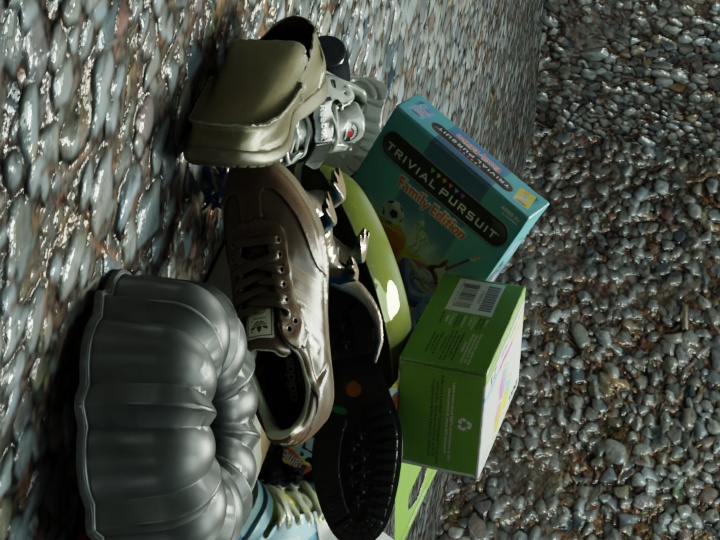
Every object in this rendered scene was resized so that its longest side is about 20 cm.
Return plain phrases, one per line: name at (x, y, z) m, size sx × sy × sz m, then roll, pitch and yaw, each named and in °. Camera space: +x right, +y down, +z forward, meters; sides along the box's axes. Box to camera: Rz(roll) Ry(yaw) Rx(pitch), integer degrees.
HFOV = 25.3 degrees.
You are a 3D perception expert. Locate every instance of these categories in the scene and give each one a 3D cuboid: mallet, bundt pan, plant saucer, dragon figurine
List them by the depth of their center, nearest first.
bundt pan at (-0.113, 0.099, 1.019) m, size 0.202 × 0.075 × 0.205 m, roll -2°, pitch 90°, yaw -81°
dragon figurine at (-0.049, -0.017, 1.197) m, size 0.059 × 0.098 × 0.201 m, roll -75°, pitch 148°, yaw -46°
plant saucer at (0.000, 0.000, 1.338) m, size 0.200 × 0.031 × 0.202 m, roll 160°, pitch -89°, yaw -79°
mallet at (-0.053, -0.118, 1.385) m, size 0.066 × 0.041 × 0.201 m, roll 90°, pitch 18°, yaw -51°

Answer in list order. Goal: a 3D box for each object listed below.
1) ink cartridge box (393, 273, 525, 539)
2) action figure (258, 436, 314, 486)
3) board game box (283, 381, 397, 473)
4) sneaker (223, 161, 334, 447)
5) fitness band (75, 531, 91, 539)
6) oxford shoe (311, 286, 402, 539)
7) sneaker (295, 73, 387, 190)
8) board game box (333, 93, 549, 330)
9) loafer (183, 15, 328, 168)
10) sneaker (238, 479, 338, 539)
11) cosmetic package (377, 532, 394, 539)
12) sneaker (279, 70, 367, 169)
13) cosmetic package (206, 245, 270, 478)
ink cartridge box at (0.082, 0.127, 1.349) m, size 0.148 × 0.075 × 0.202 m, roll -57°, pitch 152°, yaw -57°
action figure at (-0.065, 0.178, 1.392) m, size 0.102 × 0.118 × 0.202 m, roll -130°, pitch -149°, yaw -50°
board game box at (0.007, 0.123, 1.550) m, size 0.105 × 0.102 × 0.201 m, roll -49°, pitch 169°, yaw -51°
sneaker at (-0.056, 0.023, 1.112) m, size 0.076 × 0.070 × 0.203 m, roll -50°, pitch 129°, yaw -74°
fitness band at (-0.173, 0.248, 1.073) m, size 0.200 × 0.037 × 0.145 m, roll 68°, pitch 36°, yaw -71°
oxford shoe at (-0.004, 0.119, 1.283) m, size 0.084 × 0.072 × 0.203 m, roll 90°, pitch -3°, yaw -76°
sneaker at (-0.020, -0.105, 1.490) m, size 0.201 × 0.076 × 0.081 m, roll -62°, pitch 171°, yaw -54°
board game box at (0.050, -0.028, 1.412) m, size 0.047 × 0.151 × 0.201 m, roll -33°, pitch 160°, yaw -54°
loafer at (-0.075, -0.128, 1.138) m, size 0.200 × 0.075 × 0.068 m, roll -62°, pitch 152°, yaw -62°
sneaker at (-0.066, 0.189, 1.271) m, size 0.199 × 0.079 × 0.132 m, roll -28°, pitch 136°, yaw -23°
cosmetic package at (-0.017, 0.370, 1.574) m, size 0.166 × 0.164 × 0.200 m, roll -57°, pitch 179°, yaw 19°
sneaker at (-0.043, -0.122, 1.281) m, size 0.200 × 0.087 × 0.075 m, roll -58°, pitch 158°, yaw -62°
cosmetic package at (-0.090, 0.062, 1.241) m, size 0.201 × 0.070 × 0.106 m, roll -70°, pitch 166°, yaw -46°
